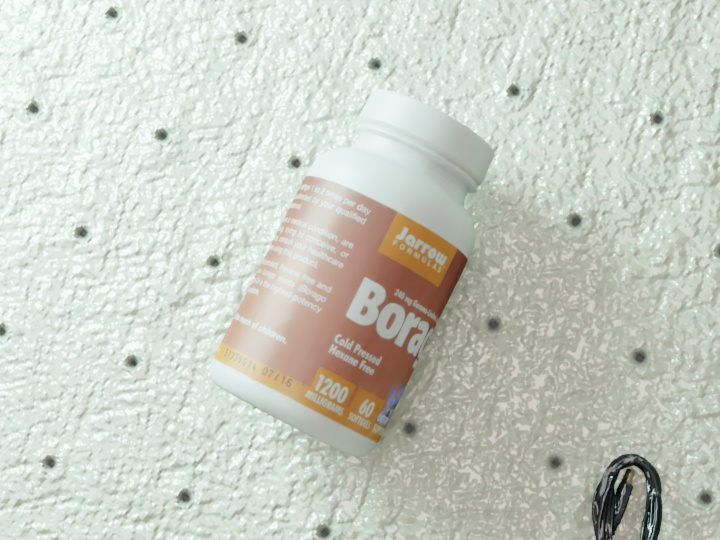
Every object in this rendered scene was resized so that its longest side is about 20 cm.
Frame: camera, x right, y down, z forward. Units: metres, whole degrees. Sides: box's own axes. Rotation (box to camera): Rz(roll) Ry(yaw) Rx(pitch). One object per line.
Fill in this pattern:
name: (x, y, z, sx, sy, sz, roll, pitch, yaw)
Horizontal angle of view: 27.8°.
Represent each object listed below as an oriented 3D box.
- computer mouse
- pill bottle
computer mouse: (0.129, 0.204, 0.864, 0.058, 0.034, 0.201, 23, 79, 28)
pill bottle: (0.000, 0.000, 0.871, 0.112, 0.112, 0.201, 26, 85, 11)
